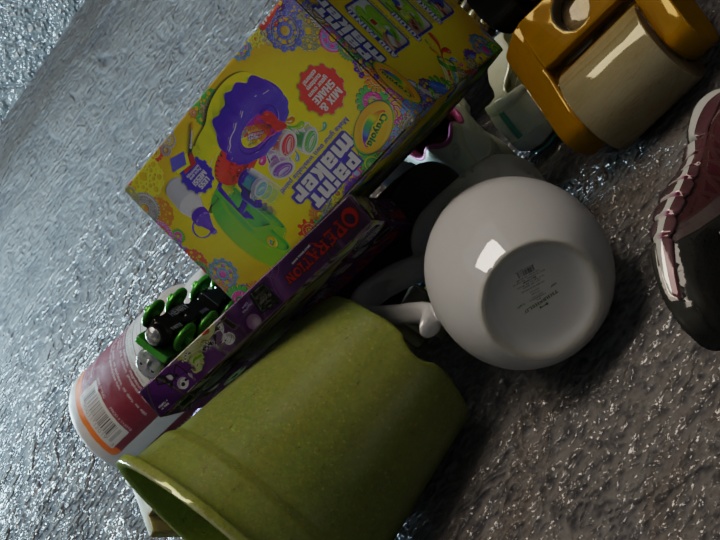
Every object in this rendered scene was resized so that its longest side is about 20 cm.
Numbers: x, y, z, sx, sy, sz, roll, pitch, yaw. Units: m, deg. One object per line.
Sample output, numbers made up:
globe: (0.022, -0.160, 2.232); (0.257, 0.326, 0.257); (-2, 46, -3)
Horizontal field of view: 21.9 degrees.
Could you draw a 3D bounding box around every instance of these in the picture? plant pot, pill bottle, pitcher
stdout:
plant pot: (-0.030, 0.126, 1.260); (0.184, 0.200, 0.200); (-49, 19, -15)
pill bottle: (-0.162, 0.084, 1.664); (0.200, 0.114, 0.114); (-42, 25, 30)
pitcher: (0.077, 0.006, 1.243); (0.171, 0.122, 0.200); (-34, 18, 1)

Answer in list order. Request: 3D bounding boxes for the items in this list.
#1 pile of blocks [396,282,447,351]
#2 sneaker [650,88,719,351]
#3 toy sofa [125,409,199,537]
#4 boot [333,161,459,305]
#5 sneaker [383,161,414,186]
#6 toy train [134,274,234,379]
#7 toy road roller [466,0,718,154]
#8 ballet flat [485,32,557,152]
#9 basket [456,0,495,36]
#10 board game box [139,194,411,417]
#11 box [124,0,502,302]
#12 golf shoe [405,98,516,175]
pile of blocks: (0.004, 0.039, 1.445); (0.200, 0.062, 0.082); (-38, 28, 38)
sneaker: (0.237, -0.053, 1.072); (0.115, 0.076, 0.201); (-30, 33, 42)
toy sofa: (-0.107, 0.116, 1.458); (0.200, 0.082, 0.098); (-53, 49, 35)
boot: (0.000, 0.000, 1.382); (0.200, 0.074, 0.075); (-47, 12, 1)
sneaker: (0.013, -0.129, 1.643); (0.079, 0.079, 0.200); (-57, 20, 8)
toy train: (-0.100, 0.028, 1.337); (0.200, 0.042, 0.057); (-31, -28, -57)
toy road roller: (0.183, -0.184, 1.349); (0.123, 0.146, 0.201); (-43, 62, 28)
ballet flat: (0.137, -0.181, 1.471); (0.069, 0.069, 0.201); (-35, 30, 42)
basket: (0.060, -0.254, 1.543); (0.149, 0.142, 0.200); (-61, -4, -30)
board game box: (-0.056, 0.024, 1.288); (0.200, 0.032, 0.120); (-43, -5, 12)
box: (-0.029, -0.108, 1.314); (0.200, 0.122, 0.193); (-46, -1, 29)
golf shoe: (0.049, -0.120, 1.472); (0.075, 0.091, 0.200); (-50, 41, 1)
